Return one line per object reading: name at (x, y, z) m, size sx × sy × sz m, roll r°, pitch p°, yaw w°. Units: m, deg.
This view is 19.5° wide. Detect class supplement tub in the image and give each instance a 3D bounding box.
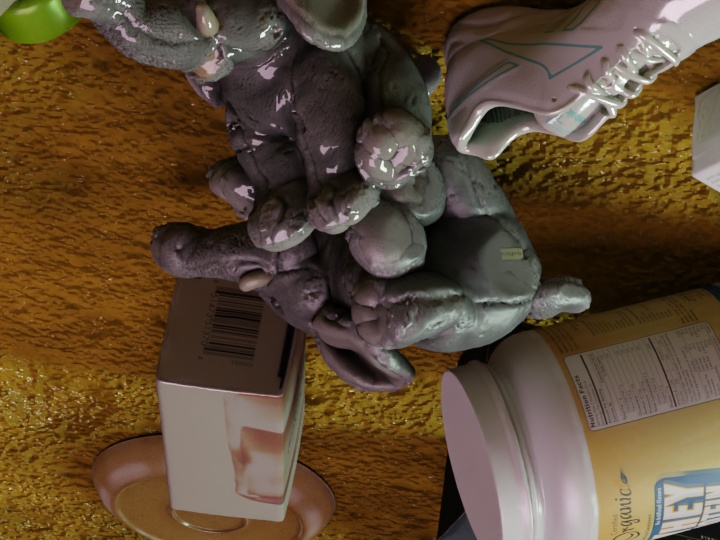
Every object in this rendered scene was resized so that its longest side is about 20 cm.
supplement tub at (0.162, 0.097, 1.296) m, size 0.200 × 0.145 × 0.145 m, roll -14°, pitch 151°, yaw -9°

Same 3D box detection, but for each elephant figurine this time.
elephant figurine at (0.000, 0.000, 1.254) m, size 0.200 × 0.141 × 0.155 m, roll -21°, pitch 97°, yaw 52°
elephant figurine at (-0.051, -0.123, 1.062) m, size 0.141 × 0.155 × 0.200 m, roll -33°, pitch 111°, yaw 2°

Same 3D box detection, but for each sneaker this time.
sneaker at (0.127, -0.109, 1.081) m, size 0.200 × 0.080 × 0.070 m, roll -20°, pitch 138°, yaw 36°

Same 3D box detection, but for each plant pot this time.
plant pot at (-0.121, 0.189, 1.692) m, size 0.200 × 0.028 × 0.200 m, roll 6°, pitch 150°, yaw 3°

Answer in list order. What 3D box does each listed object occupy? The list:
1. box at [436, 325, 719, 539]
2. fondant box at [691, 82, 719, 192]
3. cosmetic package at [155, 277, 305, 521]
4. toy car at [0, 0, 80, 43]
box at (0.162, 0.131, 1.415) m, size 0.200 × 0.141 × 0.079 m, roll 15°, pitch 149°, yaw -10°
fondant box at (0.302, -0.060, 1.143) m, size 0.200 × 0.058 × 0.144 m, roll 25°, pitch 145°, yaw -28°
cosmetic package at (-0.085, 0.084, 1.432) m, size 0.087 × 0.103 × 0.200 m, roll 8°, pitch 151°, yaw 2°
toy car at (-0.264, -0.179, 1.043) m, size 0.200 × 0.158 × 0.164 m, roll 25°, pitch 156°, yaw 31°
